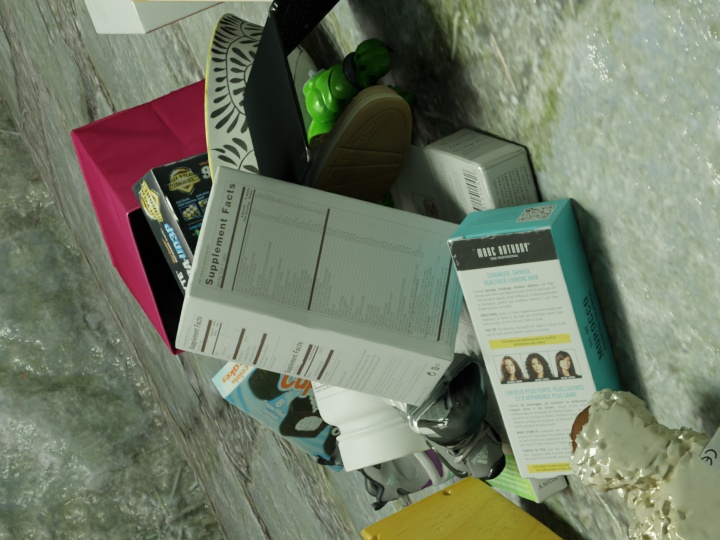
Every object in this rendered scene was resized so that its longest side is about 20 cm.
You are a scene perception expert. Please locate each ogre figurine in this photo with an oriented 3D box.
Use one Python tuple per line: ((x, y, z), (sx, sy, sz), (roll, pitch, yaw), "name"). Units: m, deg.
((-0.004, -0.098, 1.380), (0.120, 0.098, 0.201), (23, 144, 54), "ogre figurine")

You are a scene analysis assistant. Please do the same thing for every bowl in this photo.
((-0.072, -0.135, 1.486), (0.201, 0.093, 0.203), (-1, -90, -80), "bowl")

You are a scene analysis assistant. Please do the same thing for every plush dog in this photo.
((0.224, 0.186, 1.060), (0.172, 0.159, 0.202), (65, -160, -58), "plush dog")

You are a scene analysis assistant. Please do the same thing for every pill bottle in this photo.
((0.005, 0.078, 1.517), (0.113, 0.112, 0.202), (146, 110, -74), "pill bottle")

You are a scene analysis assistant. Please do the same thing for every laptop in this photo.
((-0.029, -0.157, 1.268), (0.103, 0.200, 0.177), (40, 160, 2), "laptop")

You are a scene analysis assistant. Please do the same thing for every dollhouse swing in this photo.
((0.125, 0.311, 1.428), (0.200, 0.181, 0.177), (31, 135, 49), "dollhouse swing")

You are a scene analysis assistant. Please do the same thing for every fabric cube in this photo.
((-0.177, -0.068, 1.789), (0.199, 0.199, 0.197), (48, 157, 51), "fabric cube")

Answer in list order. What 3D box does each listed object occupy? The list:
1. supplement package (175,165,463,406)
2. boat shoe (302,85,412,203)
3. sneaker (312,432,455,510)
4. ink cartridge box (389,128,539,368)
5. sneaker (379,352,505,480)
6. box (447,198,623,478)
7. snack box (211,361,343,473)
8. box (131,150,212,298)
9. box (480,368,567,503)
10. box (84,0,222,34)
((-0.029, 0.014, 1.225), (0.110, 0.198, 0.115), (116, 168, -65), "supplement package")
((-0.019, -0.077, 1.292), (0.201, 0.073, 0.069), (-64, 39, 40), "boat shoe")
((0.009, 0.145, 1.603), (0.078, 0.139, 0.201), (20, 133, 68), "sneaker")
((0.092, -0.012, 1.277), (0.176, 0.044, 0.202), (27, 138, 61), "ink cartridge box")
((0.088, 0.129, 1.335), (0.116, 0.075, 0.200), (48, 175, -13), "sneaker")
((0.133, 0.052, 1.176), (0.082, 0.049, 0.201), (-6, 113, 29), "box")
((-0.046, 0.118, 1.641), (0.200, 0.116, 0.037), (39, -173, -45), "snack box")
((-0.104, -0.046, 1.590), (0.046, 0.199, 0.160), (-33, 82, 50), "box")
((0.105, 0.100, 1.433), (0.202, 0.036, 0.144), (69, 164, -7), "box")
((-0.183, -0.301, 1.548), (0.200, 0.151, 0.107), (22, 135, 67), "box")
